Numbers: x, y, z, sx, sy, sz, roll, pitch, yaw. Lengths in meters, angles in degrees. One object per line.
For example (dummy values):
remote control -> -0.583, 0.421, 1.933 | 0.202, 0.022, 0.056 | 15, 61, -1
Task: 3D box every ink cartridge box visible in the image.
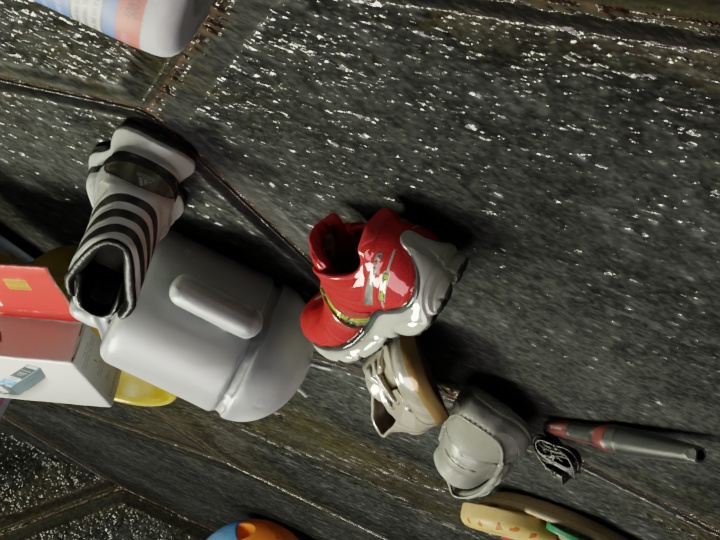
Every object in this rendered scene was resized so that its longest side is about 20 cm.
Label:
ink cartridge box -> -0.318, 0.051, 1.475 | 0.199, 0.045, 0.176 | 3, 153, 17

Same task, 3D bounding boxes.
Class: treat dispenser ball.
treat dispenser ball -> -0.171, 0.496, 2.869 | 0.200, 0.201, 0.201 | 23, 165, 6

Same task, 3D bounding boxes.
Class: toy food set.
toy food set -> 0.205, 0.279, 1.818 | 0.198, 0.049, 0.200 | 18, 164, 23

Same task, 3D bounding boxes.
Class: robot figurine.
robot figurine -> -0.119, 0.043, 1.374 | 0.200, 0.113, 0.170 | 26, 167, -7

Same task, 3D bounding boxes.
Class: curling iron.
curling iron -> 0.196, 0.135, 1.363 | 0.200, 0.026, 0.050 | -11, 105, 60

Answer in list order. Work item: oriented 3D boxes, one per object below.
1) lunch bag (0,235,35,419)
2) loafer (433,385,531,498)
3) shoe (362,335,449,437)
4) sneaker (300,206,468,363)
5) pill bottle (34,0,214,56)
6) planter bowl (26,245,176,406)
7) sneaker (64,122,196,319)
lunch bag -> -0.369, 0.048, 1.677 | 0.127, 0.170, 0.200 | 19, 164, 38
loafer -> 0.096, 0.146, 1.467 | 0.070, 0.070, 0.200 | 36, 168, 16
shoe -> 0.032, 0.097, 1.392 | 0.200, 0.053, 0.070 | 79, 169, -75
sneaker -> 0.000, 0.000, 1.153 | 0.085, 0.077, 0.200 | 38, 156, -9
pill bottle -> -0.138, -0.168, 0.670 | 0.200, 0.112, 0.112 | 24, 165, -2
planter bowl -> -0.237, 0.035, 1.570 | 0.200, 0.084, 0.201 | 18, 157, 8
sneaker -> -0.171, -0.022, 1.225 | 0.076, 0.116, 0.200 | 25, 166, -5
